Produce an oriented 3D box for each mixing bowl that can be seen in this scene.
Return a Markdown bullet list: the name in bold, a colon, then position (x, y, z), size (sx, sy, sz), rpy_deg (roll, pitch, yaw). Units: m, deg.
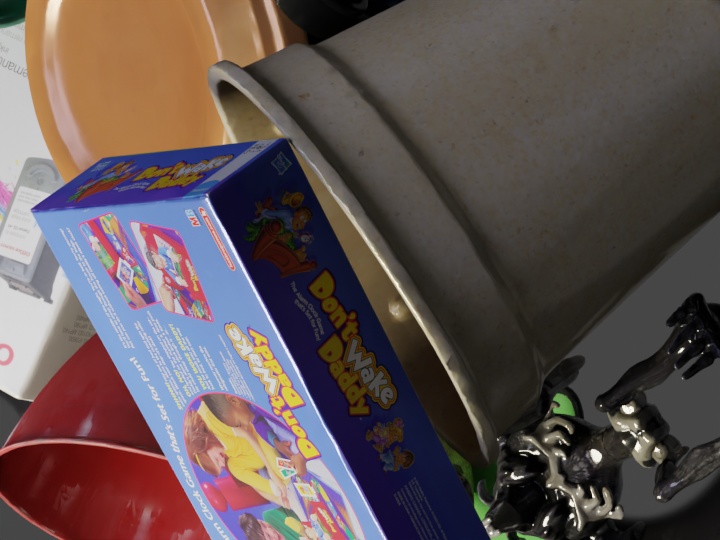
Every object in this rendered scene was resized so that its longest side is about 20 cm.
- **mixing bowl**: position (-0.085, 0.086, 1.391), size (0.200, 0.200, 0.109), rpy_deg (-23, 46, 54)

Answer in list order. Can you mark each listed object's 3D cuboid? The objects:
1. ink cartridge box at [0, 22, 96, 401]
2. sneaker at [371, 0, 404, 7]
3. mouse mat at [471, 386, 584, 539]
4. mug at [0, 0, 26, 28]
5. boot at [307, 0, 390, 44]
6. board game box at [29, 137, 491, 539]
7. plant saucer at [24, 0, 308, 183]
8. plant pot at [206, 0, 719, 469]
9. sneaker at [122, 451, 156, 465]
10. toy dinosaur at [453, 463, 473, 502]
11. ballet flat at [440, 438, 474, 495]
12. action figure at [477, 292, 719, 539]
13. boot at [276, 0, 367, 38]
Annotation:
- **ink cartridge box**: position (-0.183, -0.040, 1.502), size (0.147, 0.086, 0.200), rpy_deg (25, 94, 29)
- **sneaker**: position (0.014, -0.195, 1.311), size (0.200, 0.071, 0.083), rpy_deg (115, 168, -47)
- **mouse mat**: position (0.052, 0.135, 1.336), size (0.200, 0.008, 0.161), rpy_deg (0, 94, 56)
- **mug**: position (-0.161, -0.227, 1.466), size (0.185, 0.114, 0.152), rpy_deg (-35, 55, 15)
- **boot**: position (0.010, -0.082, 1.289), size (0.150, 0.073, 0.200), rpy_deg (30, 164, 16)
- **board game box**: position (-0.039, 0.046, 1.081), size (0.134, 0.045, 0.200), rpy_deg (-1, 121, 53)
- **plant saucer**: position (-0.098, -0.092, 1.237), size (0.200, 0.037, 0.201), rpy_deg (21, 118, 46)
- **plant pot**: position (0.066, -0.052, 1.108), size (0.201, 0.183, 0.200), rpy_deg (53, 172, 11)
- **sneaker**: position (-0.122, 0.100, 1.511), size (0.074, 0.087, 0.201), rpy_deg (32, 120, 49)
- **toy dinosaur**: position (0.012, 0.080, 1.178), size (0.088, 0.047, 0.200), rpy_deg (44, -177, -2)
- **ballet flat**: position (-0.023, 0.060, 1.292), size (0.071, 0.200, 0.071), rpy_deg (-47, 13, 15)
- **action figure**: position (0.098, 0.085, 1.182), size (0.200, 0.102, 0.119), rpy_deg (-39, 77, 47)
- **boot**: position (0.001, -0.222, 1.149), size (0.158, 0.079, 0.211), rpy_deg (-34, 77, 24)
